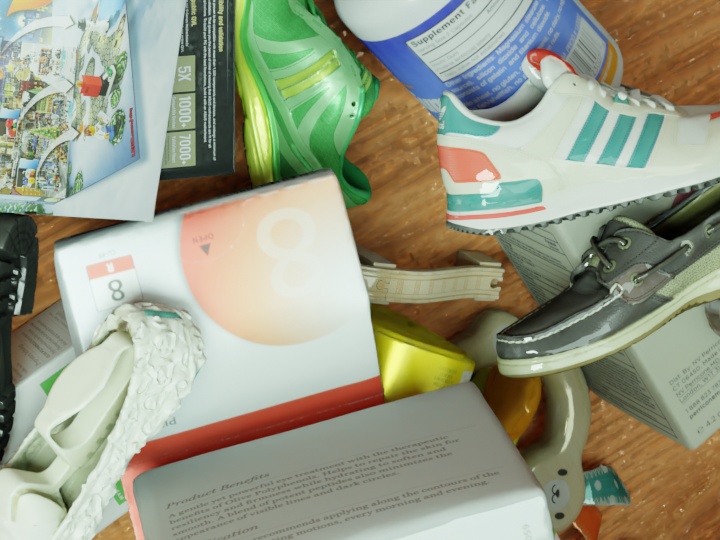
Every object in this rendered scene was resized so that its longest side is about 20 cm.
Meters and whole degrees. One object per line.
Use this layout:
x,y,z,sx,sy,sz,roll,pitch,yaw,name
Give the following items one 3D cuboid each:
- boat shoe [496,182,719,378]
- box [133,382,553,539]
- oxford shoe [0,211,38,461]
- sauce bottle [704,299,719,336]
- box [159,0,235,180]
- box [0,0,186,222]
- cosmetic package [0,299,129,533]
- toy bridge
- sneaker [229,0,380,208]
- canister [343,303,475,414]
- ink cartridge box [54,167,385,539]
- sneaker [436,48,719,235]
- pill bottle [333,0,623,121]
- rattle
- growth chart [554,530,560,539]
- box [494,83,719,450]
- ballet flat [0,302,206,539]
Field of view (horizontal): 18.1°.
0.158,-0.002,1.299,0.200,0.072,0.066,-25,104,-17,boat shoe
0.004,0.196,1.186,0.198,0.171,0.201,-16,110,-6,box
-0.229,0.061,1.202,0.084,0.073,0.201,12,95,11,oxford shoe
0.277,0.040,1.291,0.064,0.200,0.065,-8,109,-25,sauce bottle
-0.157,-0.151,1.232,0.163,0.086,0.201,-7,108,-24,box
-0.161,-0.129,1.165,0.136,0.038,0.201,4,104,-27,box
-0.208,0.116,1.288,0.200,0.085,0.108,-37,113,-13,cosmetic package
0.000,0.000,1.366,0.199,0.067,0.027,6,103,-28,toy bridge
-0.032,-0.120,1.299,0.083,0.074,0.201,-7,122,3,sneaker
-0.015,0.123,1.351,0.086,0.148,0.201,18,95,-24,canister
-0.068,0.060,1.240,0.162,0.050,0.201,-15,93,-6,ink cartridge box
0.135,-0.084,1.272,0.199,0.070,0.094,-15,100,-11,sneaker
0.055,-0.157,1.320,0.112,0.112,0.200,-50,119,-5,pill bottle
0.134,0.121,1.431,0.200,0.143,0.130,54,56,-20,rattle
0.056,0.230,1.451,0.200,0.018,0.145,-39,143,1,growth chart
0.171,-0.008,1.412,0.109,0.128,0.200,-39,119,-11,box
-0.159,0.097,1.182,0.072,0.072,0.200,31,94,-30,ballet flat
